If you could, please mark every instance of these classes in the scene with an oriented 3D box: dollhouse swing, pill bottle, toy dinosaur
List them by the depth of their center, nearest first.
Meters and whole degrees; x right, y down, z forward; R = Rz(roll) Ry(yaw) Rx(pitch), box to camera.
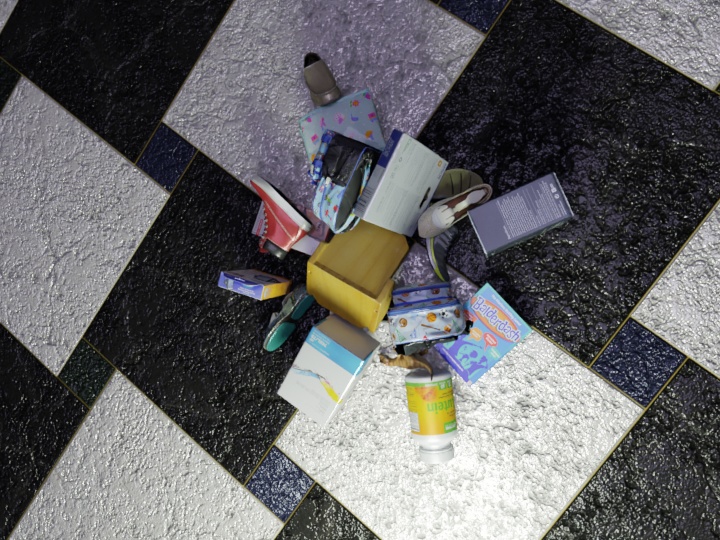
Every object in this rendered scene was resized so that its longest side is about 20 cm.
[{"bbox_3d":[0.170,0.341,1.234,0.110,0.111,0.202,-7,87,13],"label":"pill bottle"},{"bbox_3d":[0.130,0.213,1.252,0.199,0.060,0.107,-2,57,51],"label":"toy dinosaur"},{"bbox_3d":[0.000,0.000,1.261,0.199,0.182,0.176,28,55,14],"label":"dollhouse swing"}]

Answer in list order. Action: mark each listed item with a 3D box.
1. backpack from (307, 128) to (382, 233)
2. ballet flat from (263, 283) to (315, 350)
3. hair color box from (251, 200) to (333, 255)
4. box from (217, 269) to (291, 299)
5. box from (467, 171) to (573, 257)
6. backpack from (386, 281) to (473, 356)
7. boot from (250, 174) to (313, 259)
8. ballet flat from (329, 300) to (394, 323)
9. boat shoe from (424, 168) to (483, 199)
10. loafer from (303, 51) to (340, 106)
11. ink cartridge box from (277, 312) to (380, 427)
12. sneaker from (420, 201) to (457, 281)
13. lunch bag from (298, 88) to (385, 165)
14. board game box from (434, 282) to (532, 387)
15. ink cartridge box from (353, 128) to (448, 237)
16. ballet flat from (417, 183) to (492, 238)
[{"bbox_3d":[-0.040,-0.190,1.162,0.134,0.182,0.202,26,106,13],"label":"backpack"},{"bbox_3d":[-0.192,0.117,1.359,0.074,0.074,0.200,42,97,11],"label":"ballet flat"},{"bbox_3d":[-0.168,-0.114,1.351,0.198,0.064,0.112,19,93,12],"label":"hair color box"},{"bbox_3d":[-0.262,0.033,1.300,0.118,0.200,0.042,16,98,13],"label":"box"},{"bbox_3d":[0.353,-0.120,1.178,0.199,0.148,0.108,-25,83,12],"label":"box"},{"bbox_3d":[0.145,0.102,1.152,0.198,0.190,0.156,-15,93,8],"label":"backpack"},{"bbox_3d":[-0.233,-0.129,1.301,0.144,0.072,0.200,-45,82,10],"label":"boot"},{"bbox_3d":[0.017,0.098,1.304,0.198,0.057,0.067,-1,89,14],"label":"ballet flat"},{"bbox_3d":[0.191,-0.209,1.256,0.198,0.068,0.076,-3,106,-9],"label":"boat shoe"},{"bbox_3d":[-0.106,-0.474,1.291,0.075,0.068,0.201,-28,47,1],"label":"loafer"},{"bbox_3d":[-0.074,0.236,1.262,0.145,0.147,0.201,32,106,11],"label":"ink cartridge box"},{"bbox_3d":[0.197,-0.073,1.257,0.080,0.074,0.202,-9,89,9],"label":"sneaker"},{"bbox_3d":[-0.043,-0.325,1.295,0.198,0.122,0.172,-18,86,7],"label":"lunch bag"},{"bbox_3d":[0.281,0.151,1.244,0.200,0.045,0.152,-45,79,9],"label":"board game box"},{"bbox_3d":[0.093,-0.185,1.157,0.043,0.199,0.198,33,101,34],"label":"ink cartridge box"},{"bbox_3d":[0.216,-0.145,1.207,0.199,0.062,0.068,-33,89,-5],"label":"ballet flat"}]
